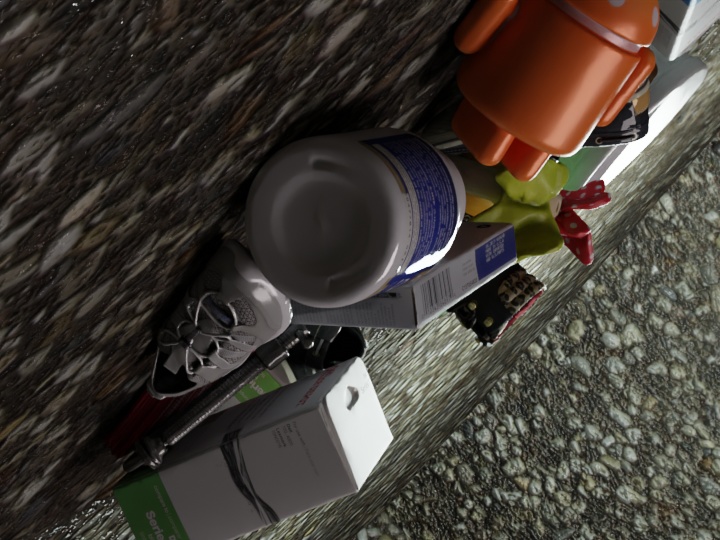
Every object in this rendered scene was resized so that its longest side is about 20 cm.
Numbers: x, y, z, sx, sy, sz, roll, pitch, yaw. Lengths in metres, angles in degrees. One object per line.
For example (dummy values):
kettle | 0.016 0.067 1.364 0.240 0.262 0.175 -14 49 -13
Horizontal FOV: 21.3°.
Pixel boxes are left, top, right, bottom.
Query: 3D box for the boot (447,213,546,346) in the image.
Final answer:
boot | 0.064 0.013 1.761 0.203 0.154 0.074 -37 168 -34

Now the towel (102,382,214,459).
towel | -0.131 0.084 1.642 0.145 0.022 0.200 -49 170 25

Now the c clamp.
c clamp | -0.119 0.102 1.543 0.200 0.027 0.171 -39 -175 4

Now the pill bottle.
pill bottle | 0.006 -0.044 1.395 0.120 0.120 0.200 -48 169 20

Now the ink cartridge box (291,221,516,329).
ink cartridge box | 0.000 0.000 1.560 0.199 0.041 0.199 0 -164 28

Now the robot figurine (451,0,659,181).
robot figurine | 0.150 -0.169 1.464 0.201 0.143 0.117 -56 179 17

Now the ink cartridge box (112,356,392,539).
ink cartridge box | -0.086 0.159 1.599 0.199 0.085 0.146 -22 -172 18

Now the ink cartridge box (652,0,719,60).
ink cartridge box | 0.316 -0.295 1.743 0.145 0.084 0.200 -44 170 -7

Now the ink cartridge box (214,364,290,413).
ink cartridge box | -0.106 0.154 1.845 0.200 0.084 0.145 -50 169 25

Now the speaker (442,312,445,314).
speaker | 0.108 -0.043 1.908 0.088 0.088 0.200 -33 164 -49

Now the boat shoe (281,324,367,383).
boat shoe | -0.028 0.073 1.696 0.200 0.067 0.072 56 52 -69

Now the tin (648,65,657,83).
tin | 0.193 -0.150 1.751 0.112 0.042 0.200 -50 -164 -30

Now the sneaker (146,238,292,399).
sneaker | -0.109 0.048 1.422 0.082 0.075 0.200 -41 170 -29

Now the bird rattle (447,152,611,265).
bird rattle | 0.136 -0.076 1.704 0.200 0.162 0.113 -18 129 -69

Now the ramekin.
ramekin | 0.260 -0.171 1.991 0.202 0.094 0.202 -44 171 -9

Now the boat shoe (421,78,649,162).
boat shoe | 0.146 -0.119 1.578 0.199 0.063 0.075 -10 -150 20
